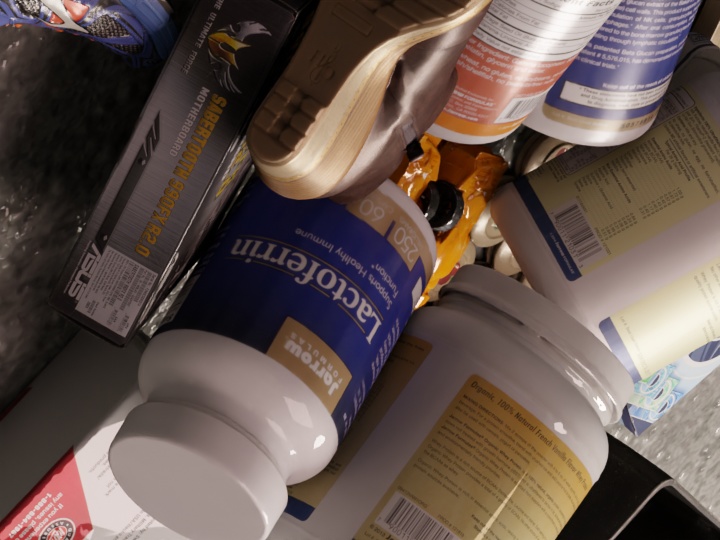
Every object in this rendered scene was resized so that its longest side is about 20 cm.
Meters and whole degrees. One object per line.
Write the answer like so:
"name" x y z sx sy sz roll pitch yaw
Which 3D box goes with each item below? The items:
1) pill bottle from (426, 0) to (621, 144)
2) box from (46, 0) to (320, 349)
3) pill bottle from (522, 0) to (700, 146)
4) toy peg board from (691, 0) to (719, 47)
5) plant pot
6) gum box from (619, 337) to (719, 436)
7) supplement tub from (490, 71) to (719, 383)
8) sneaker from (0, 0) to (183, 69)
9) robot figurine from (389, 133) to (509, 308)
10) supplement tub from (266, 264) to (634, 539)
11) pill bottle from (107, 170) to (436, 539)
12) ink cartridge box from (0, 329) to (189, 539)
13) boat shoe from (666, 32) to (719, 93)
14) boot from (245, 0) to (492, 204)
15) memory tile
"pill bottle" 0.087 -0.168 1.356 0.112 0.112 0.200 -13 152 -41
"box" -0.077 -0.075 1.303 0.200 0.048 0.158 -61 178 21
"pill bottle" 0.145 -0.180 1.455 0.111 0.111 0.200 -16 137 -39
"toy peg board" 0.341 -0.200 1.672 0.199 0.098 0.200 -9 132 -44
"plant pot" 0.119 0.187 1.766 0.200 0.177 0.200 -47 147 2
"gum box" 0.244 0.005 1.834 0.200 0.045 0.170 -41 148 -10
"supplement tub" 0.195 -0.030 1.549 0.200 0.145 0.145 -29 147 3
"sneaker" -0.151 -0.145 1.206 0.078 0.075 0.200 -32 149 12
"robot figurine" 0.000 0.000 1.536 0.145 0.058 0.200 15 113 -54
"supplement tub" 0.047 0.111 1.423 0.200 0.144 0.144 -53 149 -13
"pill bottle" -0.048 0.042 1.364 0.116 0.116 0.200 81 32 -52
"ink cartridge box" -0.116 0.139 1.472 0.144 0.084 0.200 -46 126 0
"boat shoe" 0.185 -0.053 1.649 0.071 0.070 0.200 13 115 -54
"boot" 0.025 -0.116 1.265 0.200 0.072 0.166 -48 168 7
"memory tile" 0.123 -0.035 1.677 0.200 0.017 0.153 -45 148 -2
